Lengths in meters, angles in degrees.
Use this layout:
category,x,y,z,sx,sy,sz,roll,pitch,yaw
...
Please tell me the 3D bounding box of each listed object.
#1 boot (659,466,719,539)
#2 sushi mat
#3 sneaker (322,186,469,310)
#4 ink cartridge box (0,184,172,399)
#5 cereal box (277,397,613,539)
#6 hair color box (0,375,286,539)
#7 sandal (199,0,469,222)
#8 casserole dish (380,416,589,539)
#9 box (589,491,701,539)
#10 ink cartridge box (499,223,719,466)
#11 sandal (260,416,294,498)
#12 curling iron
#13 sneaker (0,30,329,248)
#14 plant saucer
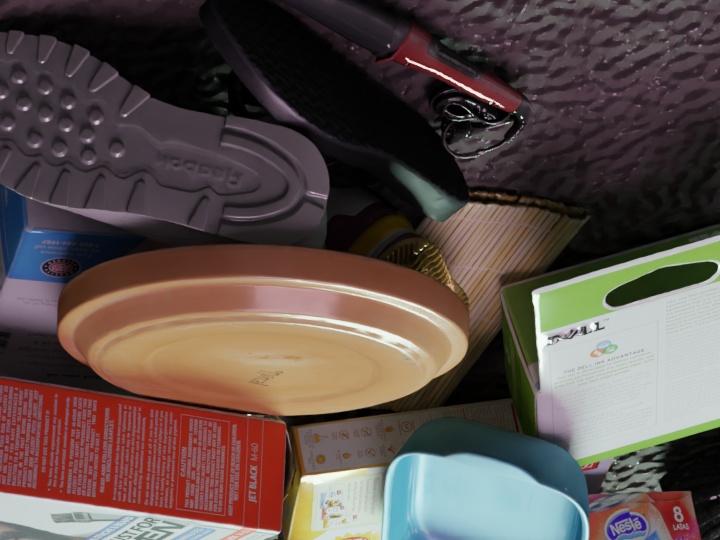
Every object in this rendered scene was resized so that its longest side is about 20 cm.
category,x,y,z,sx,sy,sz,roll,pitch,yaw
boot,0.265,0.116,1.546,0.157,0.080,0.212,-14,146,1
sushi mat,0.045,0.021,1.400,0.095,0.012,0.200,7,141,-25
sneaker,0.000,0.000,1.306,0.075,0.090,0.200,-43,162,-11
ink cartridge box,-0.145,0.017,1.283,0.115,0.067,0.200,4,143,-22
cereal box,0.051,0.126,1.516,0.198,0.040,0.144,-7,153,-11
hair color box,-0.150,0.103,1.258,0.199,0.064,0.111,12,159,-24
sandal,-0.018,-0.067,1.196,0.048,0.076,0.200,-35,141,19
casserole dish,0.075,0.143,1.434,0.120,0.039,0.201,15,148,9
box,0.127,0.214,1.571,0.094,0.103,0.200,1,158,-30
ink cartridge box,0.154,0.018,1.362,0.147,0.076,0.201,-16,147,-4
sandal,-0.062,0.109,1.424,0.054,0.081,0.201,25,135,2
curling iron,0.013,-0.103,1.198,0.049,0.026,0.199,-36,139,24
sneaker,-0.111,-0.048,1.158,0.199,0.077,0.081,23,167,3
plant saucer,-0.047,0.034,1.195,0.198,0.033,0.200,2,161,1
